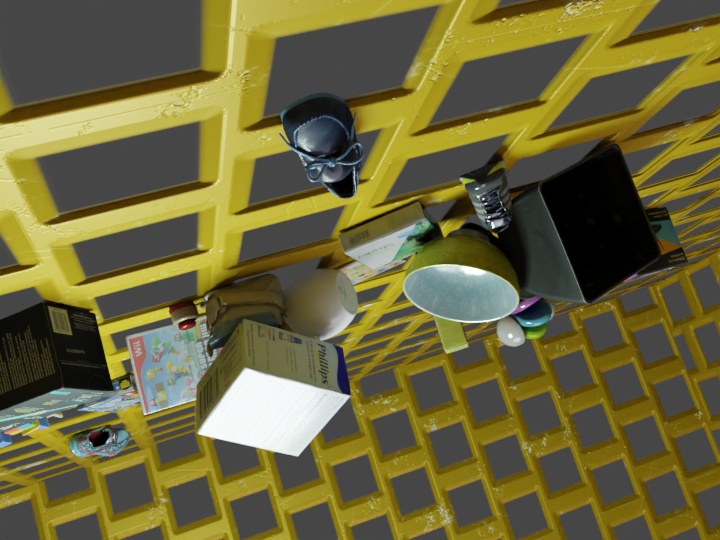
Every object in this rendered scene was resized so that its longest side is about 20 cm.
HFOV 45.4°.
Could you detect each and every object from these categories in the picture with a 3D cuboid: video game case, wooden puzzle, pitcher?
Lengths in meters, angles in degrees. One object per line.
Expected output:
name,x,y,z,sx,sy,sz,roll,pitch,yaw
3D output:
video game case,-0.312,0.163,1.562,0.197,0.145,0.017,-14,-177,-22
wooden puzzle,-0.774,0.349,1.889,0.197,0.047,0.185,-18,168,-5
pitcher,-0.104,0.096,1.524,0.198,0.174,0.121,-22,147,22

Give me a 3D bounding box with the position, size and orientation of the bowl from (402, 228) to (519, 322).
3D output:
bowl,0.176,-0.005,1.467,0.197,0.109,0.201,9,152,5

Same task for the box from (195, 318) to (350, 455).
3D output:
box,-0.147,0.199,1.432,0.198,0.106,0.184,19,128,-27

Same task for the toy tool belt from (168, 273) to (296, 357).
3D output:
toy tool belt,-0.214,0.092,1.448,0.197,0.125,0.125,-18,168,-4

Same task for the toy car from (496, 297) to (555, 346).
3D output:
toy car,0.398,0.074,2.139,0.174,0.201,0.150,-33,168,-24

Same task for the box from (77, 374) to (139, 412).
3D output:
box,-0.545,0.283,1.965,0.135,0.040,0.200,-19,168,3

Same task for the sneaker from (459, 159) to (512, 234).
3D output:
sneaker,0.202,-0.110,1.307,0.073,0.082,0.200,-22,167,13

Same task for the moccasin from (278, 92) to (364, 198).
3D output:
moccasin,-0.026,-0.128,0.915,0.079,0.069,0.200,-21,167,11

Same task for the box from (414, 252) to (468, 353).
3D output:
box,0.158,0.056,1.669,0.049,0.203,0.075,-17,167,6

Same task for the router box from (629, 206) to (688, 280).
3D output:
router box,0.684,-0.065,2.067,0.198,0.151,0.051,-11,167,-33

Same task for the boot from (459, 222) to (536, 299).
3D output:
boot,0.268,-0.017,1.596,0.069,0.200,0.174,-48,159,8

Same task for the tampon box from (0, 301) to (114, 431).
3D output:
tampon box,-0.492,0.146,1.251,0.197,0.128,0.150,-20,167,9

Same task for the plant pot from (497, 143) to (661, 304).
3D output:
plant pot,0.338,-0.064,1.419,0.198,0.202,0.177,-27,-175,-30

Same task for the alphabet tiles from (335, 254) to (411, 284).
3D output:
alphabet tiles,0.000,0.000,1.649,0.198,0.006,0.166,-25,166,22

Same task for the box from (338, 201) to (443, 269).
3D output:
box,0.056,-0.054,1.432,0.142,0.037,0.200,-22,169,11

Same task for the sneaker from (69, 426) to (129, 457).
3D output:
sneaker,-0.736,0.493,2.489,0.095,0.080,0.199,-28,165,29
